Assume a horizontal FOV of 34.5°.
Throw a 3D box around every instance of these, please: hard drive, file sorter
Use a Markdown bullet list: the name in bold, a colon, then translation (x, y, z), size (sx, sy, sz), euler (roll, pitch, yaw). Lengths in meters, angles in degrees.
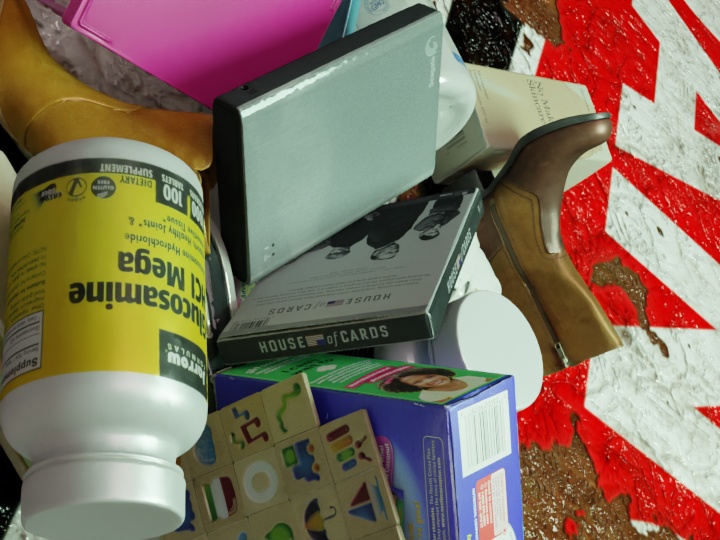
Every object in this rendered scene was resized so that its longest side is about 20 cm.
- **hard drive**: translation (-0.018, -0.094, 0.832), size (0.033, 0.141, 0.199), euler (30, 46, 33)
- **file sorter**: translation (-0.131, -0.209, 0.826), size (0.199, 0.125, 0.141), euler (26, 93, -51)

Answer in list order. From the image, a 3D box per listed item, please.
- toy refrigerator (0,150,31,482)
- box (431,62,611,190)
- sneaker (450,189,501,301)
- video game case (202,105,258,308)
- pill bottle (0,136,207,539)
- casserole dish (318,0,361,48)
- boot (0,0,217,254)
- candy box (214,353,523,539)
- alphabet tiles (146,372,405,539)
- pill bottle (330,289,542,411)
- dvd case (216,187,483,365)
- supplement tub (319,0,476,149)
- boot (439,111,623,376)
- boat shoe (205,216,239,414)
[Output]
- **toy refrigerator**: translation (-0.211, 0.038, 0.713), size (0.070, 0.076, 0.202), euler (-30, 90, -47)
- **box**: translation (0.151, -0.137, 1.151), size (0.198, 0.077, 0.096), euler (-2, 68, -44)
- **sneaker**: translation (0.068, 0.008, 0.970), size (0.117, 0.073, 0.200), euler (64, 28, -4)
- **video game case**: translation (-0.045, -0.032, 0.948), size (0.180, 0.024, 0.203), euler (14, 60, -38)
- **pill bottle**: translation (-0.140, 0.039, 0.641), size (0.111, 0.112, 0.203), euler (15, 58, -37)
- **casserole dish**: translation (-0.051, -0.212, 0.925), size (0.039, 0.119, 0.204), euler (21, 80, -62)
- **boot**: translation (-0.170, -0.099, 0.784), size (0.141, 0.071, 0.205), euler (-8, 80, -4)
- **candy box**: translation (0.003, 0.147, 0.729), size (0.076, 0.198, 0.173), euler (-13, 102, -48)
- **alphabet tiles**: translation (-0.062, 0.164, 0.696), size (0.006, 0.198, 0.169), euler (8, 61, -59)
- **pill bottle**: translation (0.030, 0.089, 0.819), size (0.110, 0.199, 0.113), euler (21, 54, -33)
- **dvd case**: translation (0.000, 0.000, 0.816), size (0.201, 0.148, 0.025), euler (-61, 138, -59)
- **supplement tub**: translation (0.004, -0.199, 0.990), size (0.130, 0.132, 0.202), euler (-1, 59, -43)
- **boot**: translation (0.179, -0.020, 1.033), size (0.068, 0.187, 0.203), euler (-6, 68, -62)
- **boat shoe**: translation (-0.123, 0.029, 0.801), size (0.060, 0.075, 0.203), euler (-15, 78, -52)
